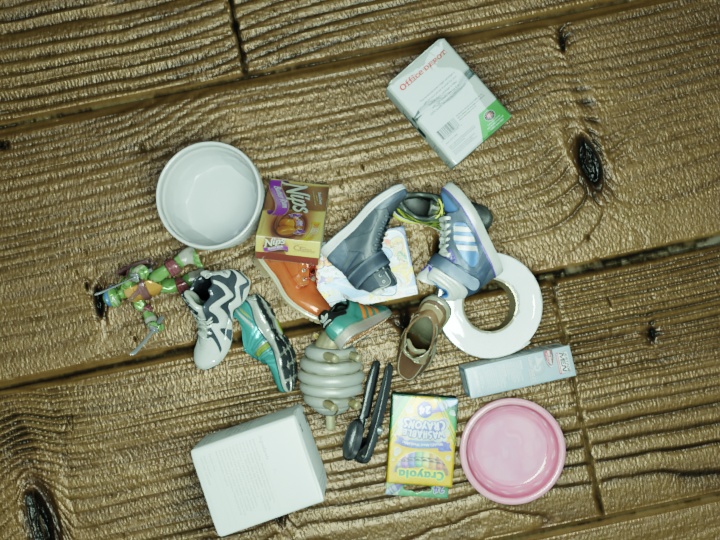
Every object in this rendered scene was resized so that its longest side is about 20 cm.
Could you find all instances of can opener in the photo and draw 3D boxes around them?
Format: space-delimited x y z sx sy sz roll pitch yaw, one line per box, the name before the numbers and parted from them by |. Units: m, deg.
can opener | 0.022 0.270 1.692 0.063 0.079 0.200 20 79 8

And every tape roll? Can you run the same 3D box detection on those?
tape roll | 0.242 0.066 1.693 0.202 0.071 0.203 0 88 -1

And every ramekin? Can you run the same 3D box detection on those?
ramekin | -0.270 -0.133 1.663 0.200 0.105 0.201 -1 84 7

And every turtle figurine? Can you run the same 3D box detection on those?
turtle figurine | -0.373 0.047 1.643 0.194 0.200 0.144 -25 105 -10

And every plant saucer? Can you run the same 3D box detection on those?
plant saucer | 0.287 0.342 1.697 0.200 0.051 0.201 0 88 0

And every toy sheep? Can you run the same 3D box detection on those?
toy sheep | -0.054 0.202 1.658 0.138 0.138 0.200 6 94 0

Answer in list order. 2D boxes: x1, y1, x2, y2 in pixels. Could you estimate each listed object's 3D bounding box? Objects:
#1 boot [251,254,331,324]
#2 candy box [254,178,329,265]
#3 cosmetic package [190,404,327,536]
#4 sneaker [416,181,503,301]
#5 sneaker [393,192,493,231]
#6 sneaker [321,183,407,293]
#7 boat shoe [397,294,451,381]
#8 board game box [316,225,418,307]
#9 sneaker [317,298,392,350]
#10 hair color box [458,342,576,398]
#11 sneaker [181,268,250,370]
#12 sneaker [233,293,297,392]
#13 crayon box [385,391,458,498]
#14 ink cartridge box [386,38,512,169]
boot | -0.108 0.009 1.659 0.107 0.075 0.200 -47 74 16
candy box | -0.122 -0.092 1.634 0.116 0.200 0.057 7 127 0
cosmetic package | -0.181 0.361 1.635 0.200 0.165 0.165 -19 89 0
sneaker | 0.155 -0.043 1.619 0.146 0.081 0.200 -29 95 -4
sneaker | 0.155 -0.106 1.688 0.200 0.085 0.075 8 89 0
sneaker | 0.043 -0.050 1.640 0.202 0.077 0.146 -44 79 15
boat shoe | 0.104 0.133 1.648 0.076 0.072 0.200 27 128 14
board game box | 0.000 0.000 1.709 0.200 0.034 0.136 -12 89 0
sneaker | -0.008 0.083 1.636 0.080 0.200 0.071 48 113 12
hair color box | 0.293 0.188 1.676 0.200 0.099 0.061 -13 89 -1
sneaker | -0.292 0.086 1.643 0.079 0.130 0.199 34 101 36
sneaker | -0.182 0.143 1.696 0.080 0.077 0.200 -28 83 16
crayon box | 0.116 0.337 1.695 0.125 0.052 0.200 4 89 0
ink cartridge box | 0.164 -0.316 1.693 0.147 0.083 0.200 -40 90 -1
